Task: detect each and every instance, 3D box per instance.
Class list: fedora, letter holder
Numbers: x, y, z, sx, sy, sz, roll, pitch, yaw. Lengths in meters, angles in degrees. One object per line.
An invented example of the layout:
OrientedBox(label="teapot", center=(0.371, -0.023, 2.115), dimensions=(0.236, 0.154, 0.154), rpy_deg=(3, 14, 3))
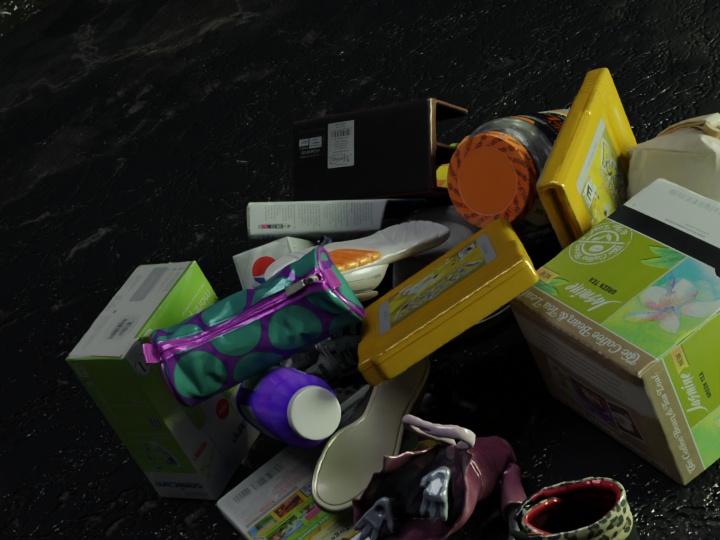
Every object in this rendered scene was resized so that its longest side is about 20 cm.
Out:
OrientedBox(label="fedora", center=(0.089, -0.009, 1.486), dimensions=(0.176, 0.091, 0.200), rpy_deg=(-32, 30, -8))
OrientedBox(label="letter holder", center=(0.042, -0.124, 1.571), dimensions=(0.198, 0.102, 0.141), rpy_deg=(-5, -6, 39))

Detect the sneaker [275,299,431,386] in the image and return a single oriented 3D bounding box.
OrientedBox(label="sneaker", center=(-0.013, 0.091, 1.439), dimensions=(0.199, 0.076, 0.114), rpy_deg=(4, 43, 51))

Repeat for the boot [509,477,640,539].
OrientedBox(label="boot", center=(0.128, 0.236, 1.019), dimensions=(0.202, 0.155, 0.074), rpy_deg=(-17, 31, 17))

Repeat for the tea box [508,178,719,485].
OrientedBox(label="tea box", center=(0.273, 0.047, 1.210), dimensions=(0.196, 0.134, 0.200), rpy_deg=(-37, 31, -13))

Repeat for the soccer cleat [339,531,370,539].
OrientedBox(label="soccer cleat", center=(-0.031, 0.288, 1.153), dimensions=(0.199, 0.070, 0.086), rpy_deg=(-37, 31, -16))

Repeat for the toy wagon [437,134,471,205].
OrientedBox(label="toy wagon", center=(0.164, -0.134, 1.668), dimensions=(0.154, 0.040, 0.200), rpy_deg=(4, 43, 42))

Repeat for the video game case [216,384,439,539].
OrientedBox(label="video game case", center=(-0.021, 0.205, 1.320), dimensions=(0.199, 0.023, 0.182), rpy_deg=(-36, 31, -16))

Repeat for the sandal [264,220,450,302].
OrientedBox(label="sandal", center=(0.004, 0.002, 1.400), dimensions=(0.205, 0.060, 0.079), rpy_deg=(-15, 21, -23))

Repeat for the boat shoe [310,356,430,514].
OrientedBox(label="boat shoe", center=(0.012, 0.157, 1.303), dimensions=(0.066, 0.057, 0.201), rpy_deg=(25, 54, 10))

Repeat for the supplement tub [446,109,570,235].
OrientedBox(label="supplement tub", center=(0.180, -0.103, 1.451), dimensions=(0.121, 0.124, 0.199), rpy_deg=(-4, 7, 34))

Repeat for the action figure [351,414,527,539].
OrientedBox(label="action figure", center=(0.078, 0.170, 1.165), dimensions=(0.133, 0.151, 0.199), rpy_deg=(15, 16, 34))

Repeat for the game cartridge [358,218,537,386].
OrientedBox(label="game cartridge", center=(0.075, 0.025, 1.270), dimensions=(0.175, 0.033, 0.200), rpy_deg=(-34, 8, 7))

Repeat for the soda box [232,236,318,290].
OrientedBox(label="soda box", center=(-0.072, 0.007, 1.515), dimensions=(0.068, 0.064, 0.200), rpy_deg=(-20, -6, 13))

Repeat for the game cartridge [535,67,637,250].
OrientedBox(label="game cartridge", center=(0.243, -0.076, 1.378), dimensions=(0.032, 0.177, 0.201), rpy_deg=(-6, 37, 33))

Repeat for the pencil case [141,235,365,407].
OrientedBox(label="pencil case", center=(-0.099, 0.051, 1.296), dimensions=(0.199, 0.092, 0.086), rpy_deg=(-28, 65, 8))

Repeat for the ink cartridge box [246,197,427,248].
OrientedBox(label="ink cartridge box", center=(-0.031, -0.051, 1.577), dimensions=(0.197, 0.044, 0.196), rpy_deg=(0, -4, -3))

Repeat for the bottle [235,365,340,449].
OrientedBox(label="bottle", center=(-0.064, 0.129, 1.304), dimensions=(0.066, 0.083, 0.200), rpy_deg=(-58, 11, -10))

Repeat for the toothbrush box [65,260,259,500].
OrientedBox(label="toothbrush box", center=(-0.188, 0.113, 1.415), dimensions=(0.085, 0.201, 0.146), rpy_deg=(-2, 38, 35))

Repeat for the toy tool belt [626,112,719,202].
OrientedBox(label="toy tool belt", center=(0.365, -0.090, 1.351), dimensions=(0.122, 0.127, 0.199), rpy_deg=(-1, 4, -36))
